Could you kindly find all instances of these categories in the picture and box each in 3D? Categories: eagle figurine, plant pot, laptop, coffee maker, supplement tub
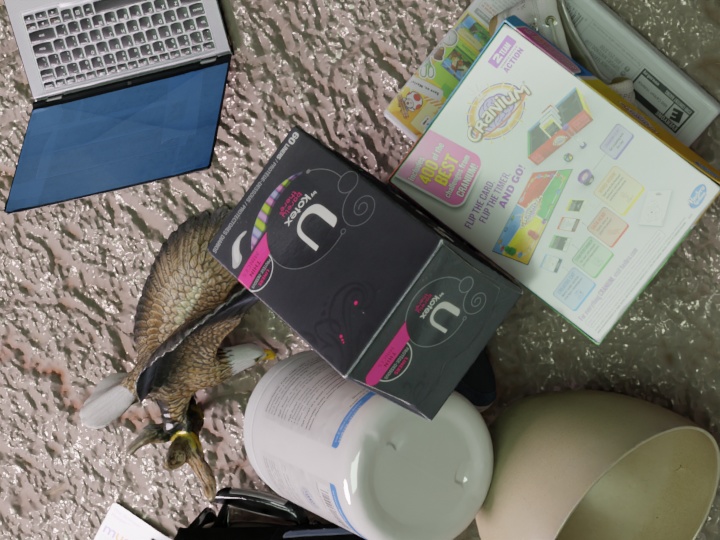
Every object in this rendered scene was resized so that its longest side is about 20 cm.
[{"bbox_3d":[-0.137,0.059,1.636,0.152,0.151,0.200,25,124,29],"label":"eagle figurine"},{"bbox_3d":[0.165,0.170,1.555,0.134,0.200,0.201,39,117,37],"label":"plant pot"},{"bbox_3d":[-0.211,-0.170,1.595,0.187,0.116,0.200,-11,102,19],"label":"laptop"},{"bbox_3d":[-0.057,0.280,1.638,0.200,0.192,0.135,-4,132,21],"label":"coffee maker"},{"bbox_3d":[0.004,0.138,1.557,0.132,0.200,0.132,-4,99,-26],"label":"supplement tub"}]

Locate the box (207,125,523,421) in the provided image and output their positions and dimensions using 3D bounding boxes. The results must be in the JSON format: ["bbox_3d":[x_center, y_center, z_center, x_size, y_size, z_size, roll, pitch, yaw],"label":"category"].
[{"bbox_3d":[0.000,0.000,1.456,0.122,0.106,0.200,-55,45,4],"label":"box"}]

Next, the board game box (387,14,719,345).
[{"bbox_3d":[0.144,-0.067,1.453,0.200,0.040,0.153,38,109,4],"label":"board game box"}]

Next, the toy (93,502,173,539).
[{"bbox_3d":[-0.221,0.322,1.778,0.115,0.047,0.200,31,113,5],"label":"toy"}]

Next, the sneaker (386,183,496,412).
[{"bbox_3d":[0.080,0.009,1.562,0.146,0.077,0.202,-30,95,38],"label":"sneaker"}]

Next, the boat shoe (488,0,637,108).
[{"bbox_3d":[0.175,-0.120,1.489,0.069,0.071,0.200,-32,94,24],"label":"boat shoe"}]

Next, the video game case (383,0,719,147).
[{"bbox_3d":[0.147,-0.125,1.548,0.200,0.023,0.182,41,113,2],"label":"video game case"}]
